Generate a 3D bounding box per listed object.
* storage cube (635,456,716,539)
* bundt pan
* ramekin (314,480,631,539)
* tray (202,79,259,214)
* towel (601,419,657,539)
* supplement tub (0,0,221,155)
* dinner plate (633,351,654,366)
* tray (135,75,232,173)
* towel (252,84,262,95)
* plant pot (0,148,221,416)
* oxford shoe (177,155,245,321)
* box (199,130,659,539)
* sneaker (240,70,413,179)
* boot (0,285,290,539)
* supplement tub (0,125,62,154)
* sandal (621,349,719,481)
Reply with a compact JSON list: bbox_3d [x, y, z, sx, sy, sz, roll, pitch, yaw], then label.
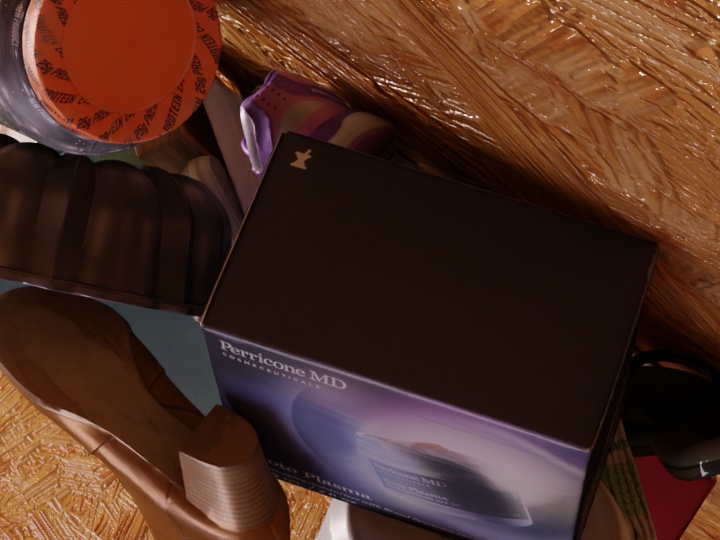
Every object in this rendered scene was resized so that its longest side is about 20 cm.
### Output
[{"bbox_3d":[0.149,0.176,1.503,0.171,0.180,0.200,33,-174,9],"label":"storage cube"},{"bbox_3d":[-0.161,-0.028,1.104,0.202,0.076,0.202,13,180,0],"label":"bundt pan"},{"bbox_3d":[0.064,0.173,1.143,0.202,0.202,0.094,31,136,23],"label":"ramekin"},{"bbox_3d":[-0.048,-0.028,1.246,0.200,0.022,0.107,69,-170,24],"label":"tray"},{"bbox_3d":[0.121,0.089,1.231,0.149,0.031,0.200,36,148,64],"label":"towel"},{"bbox_3d":[-0.154,-0.127,1.036,0.122,0.123,0.200,37,174,-30],"label":"supplement tub"},{"bbox_3d":[0.143,0.050,1.397,0.200,0.024,0.200,33,173,4],"label":"dinner plate"},{"bbox_3d":[-0.098,-0.082,1.298,0.200,0.037,0.099,42,-153,-61],"label":"tray"},{"bbox_3d":[-0.003,-0.059,1.310,0.086,0.018,0.200,32,175,27],"label":"towel"},{"bbox_3d":[-0.147,0.008,1.316,0.200,0.141,0.141,34,-171,-16],"label":"plant pot"},{"bbox_3d":[-0.069,0.026,1.226,0.200,0.058,0.075,62,-173,-14],"label":"oxford shoe"},{"bbox_3d":[0.035,0.048,1.039,0.200,0.123,0.198,17,155,10],"label":"box"},{"bbox_3d":[-0.025,-0.060,1.160,0.088,0.081,0.200,37,170,14],"label":"sneaker"},{"bbox_3d":[-0.121,0.102,1.090,0.201,0.071,0.144,29,147,27],"label":"boot"},{"bbox_3d":[-0.160,-0.068,1.469,0.200,0.145,0.144,38,173,-40],"label":"supplement tub"},{"bbox_3d":[0.186,0.075,1.190,0.057,0.080,0.201,66,168,-10],"label":"sandal"}]
